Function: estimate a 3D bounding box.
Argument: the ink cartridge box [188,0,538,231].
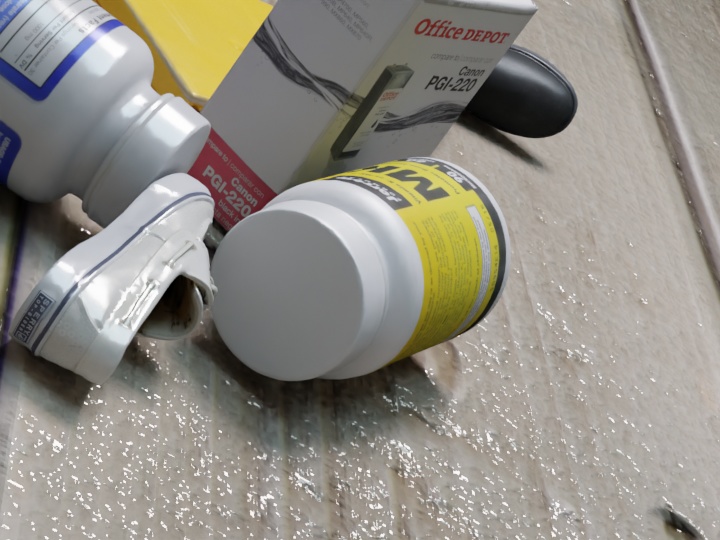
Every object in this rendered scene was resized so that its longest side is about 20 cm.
[{"bbox_3d":[-0.004,-0.113,1.665,0.085,0.200,0.146,44,23,23],"label":"ink cartridge box"}]

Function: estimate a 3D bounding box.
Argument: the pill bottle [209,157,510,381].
[{"bbox_3d":[0.000,0.000,1.550,0.114,0.114,0.200,40,21,14],"label":"pill bottle"}]

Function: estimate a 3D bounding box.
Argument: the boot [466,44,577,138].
[{"bbox_3d":[0.070,-0.132,2.001,0.165,0.066,0.200,28,17,5],"label":"boot"}]

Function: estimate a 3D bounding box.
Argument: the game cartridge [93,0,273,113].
[{"bbox_3d":[-0.091,-0.140,1.837,0.176,0.032,0.200,16,25,-40],"label":"game cartridge"}]

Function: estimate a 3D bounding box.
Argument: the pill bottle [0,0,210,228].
[{"bbox_3d":[-0.185,-0.108,1.506,0.200,0.112,0.112,37,21,4],"label":"pill bottle"}]

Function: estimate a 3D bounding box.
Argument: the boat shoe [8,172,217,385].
[{"bbox_3d":[-0.111,0.008,1.428,0.070,0.071,0.200,37,23,4],"label":"boat shoe"}]
